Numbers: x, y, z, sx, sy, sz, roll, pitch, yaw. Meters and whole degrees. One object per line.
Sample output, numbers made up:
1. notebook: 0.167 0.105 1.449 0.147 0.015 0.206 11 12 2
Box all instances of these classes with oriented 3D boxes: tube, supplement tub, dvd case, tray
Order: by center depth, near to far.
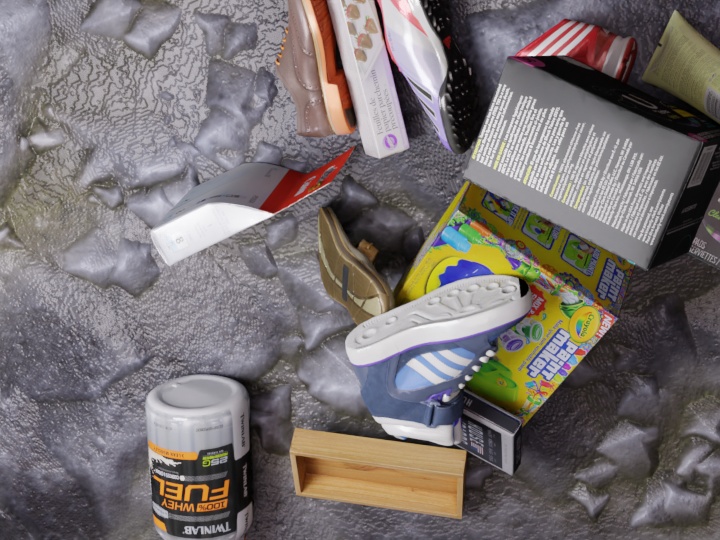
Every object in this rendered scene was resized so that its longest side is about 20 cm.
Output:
1. tube: 0.331 -0.187 1.271 0.058 0.200 0.052 -30 121 0
2. dvd case: 0.083 0.146 1.426 0.198 0.151 0.025 28 72 17
3. tray: 0.022 0.232 1.514 0.197 0.037 0.099 7 142 9
4. supplement tub: -0.184 0.234 1.530 0.121 0.123 0.203 2 108 10

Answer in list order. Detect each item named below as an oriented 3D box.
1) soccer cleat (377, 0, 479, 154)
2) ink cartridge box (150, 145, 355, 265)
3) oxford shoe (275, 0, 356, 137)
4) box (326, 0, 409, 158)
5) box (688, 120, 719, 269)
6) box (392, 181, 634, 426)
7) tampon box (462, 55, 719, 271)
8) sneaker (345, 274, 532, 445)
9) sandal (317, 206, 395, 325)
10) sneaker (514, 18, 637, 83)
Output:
1. soccer cleat: 0.068 -0.217 1.380 0.072 0.068 0.202 -5 112 37
2. ink cartridge box: -0.111 -0.087 1.395 0.198 0.160 0.048 -26 103 17
3. oxford shoe: -0.062 -0.235 1.389 0.072 0.071 0.203 -8 106 18
4. box: 0.005 -0.220 1.384 0.038 0.041 0.203 -21 108 -18
5. box: 0.413 -0.097 1.313 0.147 0.124 0.202 26 110 2
6. box: 0.149 0.024 1.372 0.191 0.122 0.201 32 130 -1
7. tampon box: 0.226 -0.108 1.238 0.198 0.149 0.128 29 111 22
8. sneaker: 0.095 0.098 1.304 0.198 0.081 0.148 -19 116 15
9. sandal: 0.000 0.000 1.404 0.053 0.200 0.081 -7 121 -23
10. sneaker: 0.202 -0.165 1.372 0.114 0.078 0.202 27 109 18
